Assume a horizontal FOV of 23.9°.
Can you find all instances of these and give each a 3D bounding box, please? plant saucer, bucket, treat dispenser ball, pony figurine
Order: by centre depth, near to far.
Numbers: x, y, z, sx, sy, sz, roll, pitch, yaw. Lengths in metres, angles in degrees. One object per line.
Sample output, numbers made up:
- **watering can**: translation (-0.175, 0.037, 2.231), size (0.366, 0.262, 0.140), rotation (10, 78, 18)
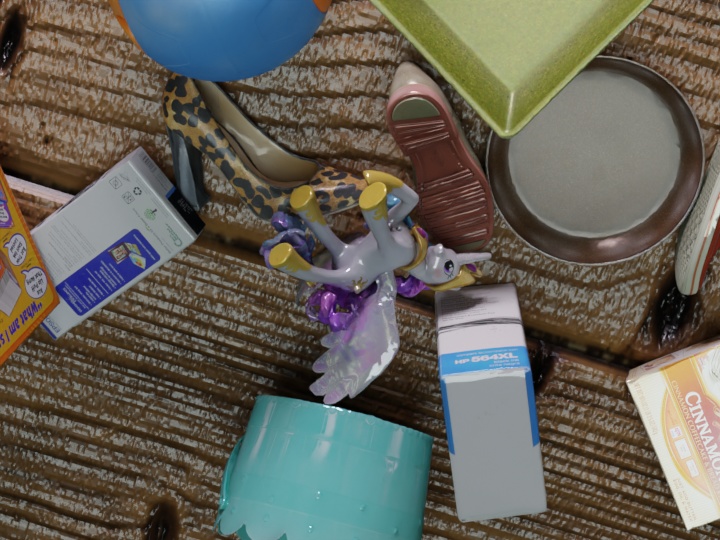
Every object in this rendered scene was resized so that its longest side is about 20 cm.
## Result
- **treat dispenser ball**: translation (-0.118, -0.260, 1.429), size (0.199, 0.201, 0.203), rotation (2, 112, 4)
- **plant saucer**: translation (0.131, -0.254, 1.480), size (0.200, 0.048, 0.200), rotation (46, 108, -1)
- **pony figurine**: translation (0.000, 0.000, 1.524), size (0.192, 0.167, 0.200), rotation (-31, 142, 18)
- **plant saucer**: translation (0.214, -0.102, 1.557), size (0.198, 0.032, 0.202), rotation (2, 111, 4)
- **bucket**: translation (-0.030, 0.203, 1.600), size (0.205, 0.207, 0.136), rotation (14, 80, -1)

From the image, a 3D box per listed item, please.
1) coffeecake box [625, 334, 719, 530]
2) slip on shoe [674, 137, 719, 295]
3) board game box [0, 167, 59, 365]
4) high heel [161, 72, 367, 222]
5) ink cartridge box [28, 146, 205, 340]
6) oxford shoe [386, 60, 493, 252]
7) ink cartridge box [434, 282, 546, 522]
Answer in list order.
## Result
- **coffeecake box**: translation (0.371, 0.133, 1.595), size (0.199, 0.073, 0.155), rotation (-23, 90, 13)
- **slip on shoe**: translation (0.339, -0.065, 1.543), size (0.061, 0.074, 0.201), rotation (20, 107, -7)
- **board game box**: translation (-0.432, 0.005, 1.542), size (0.198, 0.200, 0.201), rotation (-13, 111, 23)
- **high heel**: translation (-0.085, -0.120, 1.550), size (0.198, 0.072, 0.144), rotation (3, 119, 13)
- **ink cartridge box**: translation (-0.250, -0.024, 1.611), size (0.199, 0.039, 0.100), rotation (-33, 105, 26)
- **oxford shoe**: translation (0.077, -0.104, 1.551), size (0.070, 0.074, 0.201), rotation (-12, 130, 11)
- **ink cartridge box**: translation (0.118, 0.115, 1.562), size (0.084, 0.200, 0.147), rotation (-7, 112, 5)
